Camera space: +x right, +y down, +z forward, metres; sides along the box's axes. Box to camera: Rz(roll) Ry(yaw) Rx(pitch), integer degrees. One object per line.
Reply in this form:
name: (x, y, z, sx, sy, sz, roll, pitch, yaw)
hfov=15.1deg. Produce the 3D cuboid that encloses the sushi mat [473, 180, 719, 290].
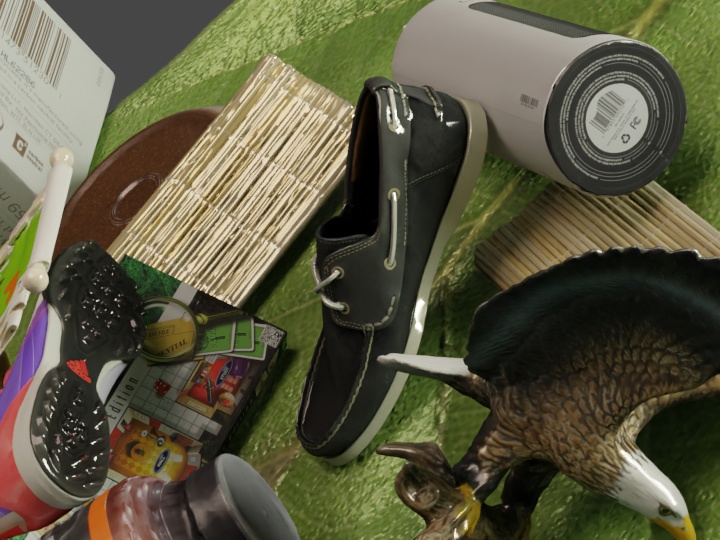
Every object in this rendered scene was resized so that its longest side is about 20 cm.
sushi mat: (0.127, 0.001, 1.347, 0.096, 0.012, 0.200, -42, 30, 0)

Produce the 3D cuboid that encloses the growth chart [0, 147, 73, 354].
growth chart: (-0.211, 0.035, 1.476, 0.200, 0.018, 0.145, -53, 20, 21)

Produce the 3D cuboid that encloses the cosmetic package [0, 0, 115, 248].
cosmetic package: (-0.300, -0.093, 1.815, 0.200, 0.167, 0.167, -25, 35, 29)

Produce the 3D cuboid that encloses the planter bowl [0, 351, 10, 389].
planter bowl: (-0.245, 0.141, 1.534, 0.200, 0.083, 0.201, -33, 27, 20)

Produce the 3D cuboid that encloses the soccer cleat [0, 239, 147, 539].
soccer cleat: (-0.162, 0.059, 1.416, 0.073, 0.068, 0.200, -35, 28, 27)

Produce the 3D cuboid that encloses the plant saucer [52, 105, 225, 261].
plant saucer: (-0.128, -0.034, 1.669, 0.200, 0.037, 0.201, -29, 33, 21)

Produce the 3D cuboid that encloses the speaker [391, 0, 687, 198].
speaker: (0.089, -0.094, 1.426, 0.081, 0.081, 0.200, -47, 24, -6)

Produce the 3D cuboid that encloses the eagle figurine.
eagle figurine: (0.112, 0.053, 1.197, 0.200, 0.151, 0.152, -46, 18, 17)

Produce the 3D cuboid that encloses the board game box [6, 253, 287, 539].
board game box: (-0.130, 0.093, 1.462, 0.105, 0.023, 0.200, 24, 63, 11)

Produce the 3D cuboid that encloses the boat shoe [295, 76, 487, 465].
boat shoe: (0.000, 0.000, 1.392, 0.072, 0.067, 0.200, 28, 102, 59)

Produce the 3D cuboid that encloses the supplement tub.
supplement tub: (-0.125, 0.172, 1.340, 0.200, 0.107, 0.107, -35, 31, 13)

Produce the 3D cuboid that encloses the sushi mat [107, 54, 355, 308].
sushi mat: (-0.080, -0.031, 1.577, 0.096, 0.012, 0.200, 31, 74, 26)
